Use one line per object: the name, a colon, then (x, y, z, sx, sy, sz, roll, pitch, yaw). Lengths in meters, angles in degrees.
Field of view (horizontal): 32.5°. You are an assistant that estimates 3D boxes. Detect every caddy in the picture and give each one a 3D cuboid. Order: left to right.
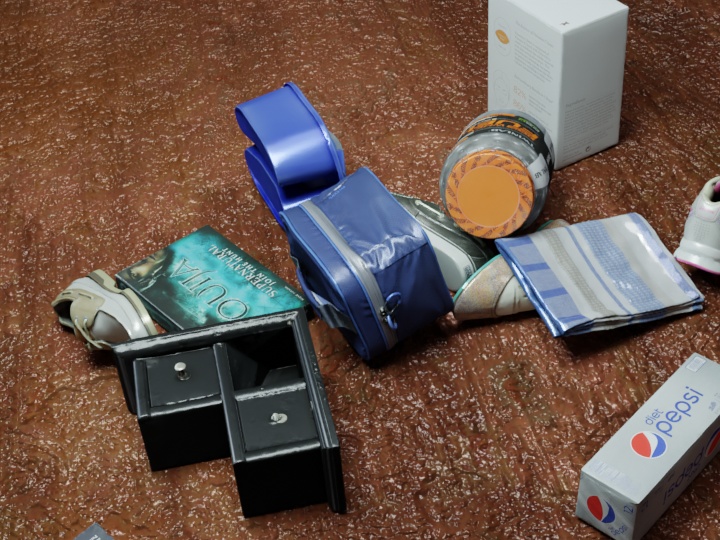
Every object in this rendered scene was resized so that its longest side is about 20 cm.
caddy: (-0.075, -0.142, 1.511, 0.105, 0.142, 0.200, -21, 42, -12)

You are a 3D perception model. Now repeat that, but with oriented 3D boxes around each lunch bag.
lunch bag: (0.000, 0.000, 1.327, 0.132, 0.136, 0.200, -30, 39, -8)

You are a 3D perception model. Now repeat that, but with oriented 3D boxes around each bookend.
bookend: (-0.131, 0.148, 1.197, 0.199, 0.092, 0.199, -10, 40, -6)

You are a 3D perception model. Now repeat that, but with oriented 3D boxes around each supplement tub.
supplement tub: (0.158, -0.110, 1.420, 0.122, 0.123, 0.200, 4, 19, 10)

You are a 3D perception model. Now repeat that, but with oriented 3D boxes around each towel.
towel: (0.261, 0.001, 1.344, 0.200, 0.024, 0.147, -10, 52, -26)

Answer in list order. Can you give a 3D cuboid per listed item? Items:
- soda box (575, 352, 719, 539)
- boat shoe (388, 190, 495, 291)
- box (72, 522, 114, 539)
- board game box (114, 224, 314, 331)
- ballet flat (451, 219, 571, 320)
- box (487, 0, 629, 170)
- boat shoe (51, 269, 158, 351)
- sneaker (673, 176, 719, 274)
soda box: (0.284, 0.165, 1.157, 0.063, 0.068, 0.200, 29, 50, 32)
boat shoe: (0.069, -0.047, 1.442, 0.064, 0.071, 0.200, -33, 55, -30)
box: (-0.219, 0.334, 0.969, 0.182, 0.104, 0.200, 28, 49, 34)
board game box: (-0.167, 0.028, 1.398, 0.135, 0.028, 0.200, -31, 46, -30)
ballet flat: (0.185, 0.005, 1.367, 0.067, 0.068, 0.200, 34, 54, 28)
box: (0.248, -0.260, 1.577, 0.106, 0.200, 0.152, -23, 43, -22)
boat shoe: (-0.272, 0.057, 1.325, 0.068, 0.075, 0.200, -28, 24, -22)
sneaker: (0.428, -0.065, 1.396, 0.081, 0.088, 0.200, 22, 30, 28)
